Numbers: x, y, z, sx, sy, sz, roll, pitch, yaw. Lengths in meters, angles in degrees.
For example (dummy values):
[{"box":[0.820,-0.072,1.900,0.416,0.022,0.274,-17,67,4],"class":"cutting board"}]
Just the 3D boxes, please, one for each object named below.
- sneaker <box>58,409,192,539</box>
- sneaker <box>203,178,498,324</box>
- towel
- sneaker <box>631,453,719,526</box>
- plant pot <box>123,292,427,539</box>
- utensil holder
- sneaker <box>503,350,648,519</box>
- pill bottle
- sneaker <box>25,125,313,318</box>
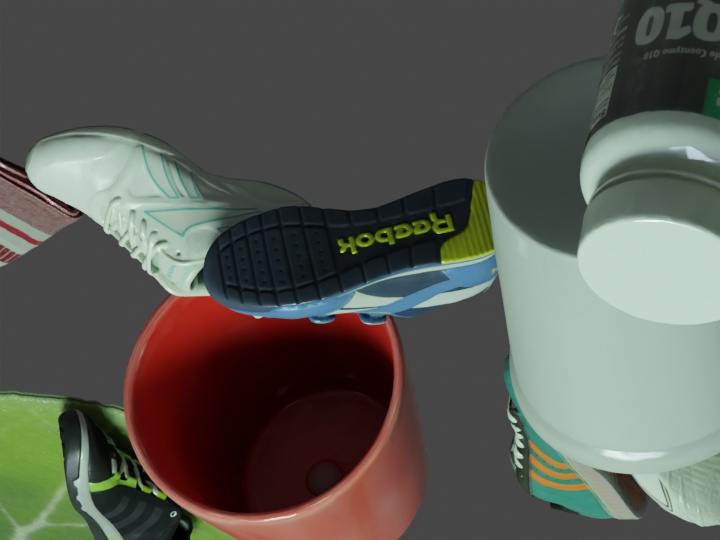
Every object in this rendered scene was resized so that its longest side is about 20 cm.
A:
[{"box":[-0.178,0.166,2.100,0.083,0.072,0.200,-16,143,3],"class":"sneaker"},{"box":[0.000,0.000,1.721,0.199,0.074,0.082,-7,153,1],"class":"sneaker"},{"box":[-0.300,-0.043,1.865,0.144,0.023,0.200,31,146,-25],"class":"towel"},{"box":[0.192,0.100,1.833,0.072,0.072,0.200,23,155,53],"class":"sneaker"},{"box":[-0.043,0.112,1.846,0.200,0.201,0.177,3,155,18],"class":"plant pot"},{"box":[0.161,-0.005,1.598,0.169,0.170,0.200,5,143,16],"class":"utensil holder"},{"box":[0.131,0.118,1.874,0.080,0.072,0.200,-8,141,25],"class":"sneaker"},{"box":[0.180,-0.078,1.448,0.113,0.201,0.113,11,147,7],"class":"pill bottle"},{"box":[-0.127,-0.033,1.755,0.200,0.080,0.070,19,149,-2],"class":"sneaker"}]
